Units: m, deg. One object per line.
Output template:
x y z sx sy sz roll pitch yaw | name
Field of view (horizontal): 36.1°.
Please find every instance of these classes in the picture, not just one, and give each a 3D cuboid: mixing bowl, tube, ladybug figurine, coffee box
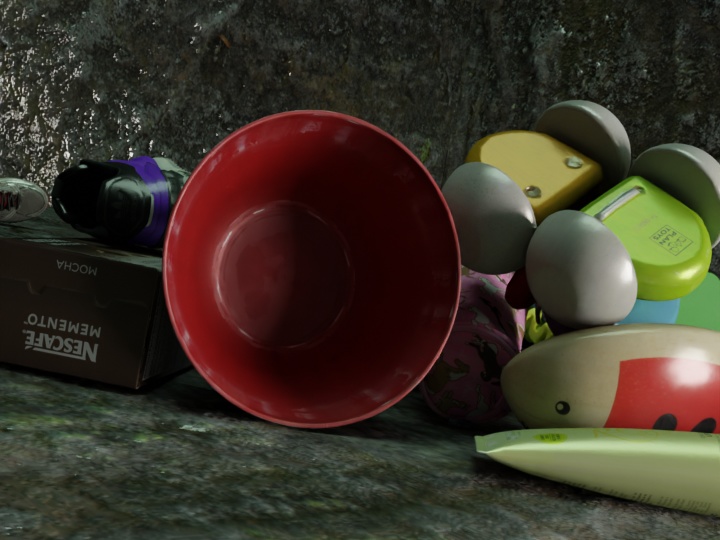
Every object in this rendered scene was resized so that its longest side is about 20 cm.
-0.041 0.001 0.752 0.196 0.204 0.108 9 -5 -16 | mixing bowl
0.166 0.116 0.667 0.196 0.059 0.052 6 47 6 | tube
0.189 0.088 0.754 0.196 0.073 0.136 3 -26 -23 | ladybug figurine
-0.176 0.025 0.797 0.111 0.081 0.200 11 3 6 | coffee box

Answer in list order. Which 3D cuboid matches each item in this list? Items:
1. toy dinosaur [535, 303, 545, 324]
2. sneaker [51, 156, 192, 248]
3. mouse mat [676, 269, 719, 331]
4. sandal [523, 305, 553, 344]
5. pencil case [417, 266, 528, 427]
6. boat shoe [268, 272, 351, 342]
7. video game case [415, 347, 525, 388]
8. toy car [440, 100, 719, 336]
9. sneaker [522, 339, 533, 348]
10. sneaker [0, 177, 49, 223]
0.193 0.049 0.914 0.133 0.204 0.086 0 -19 23 | toy dinosaur
-0.191 -0.058 0.854 0.098 0.071 0.199 7 3 -26 | sneaker
0.278 0.068 0.980 0.158 0.203 0.008 10 -41 -17 | mouse mat
0.208 0.055 1.003 0.200 0.087 0.080 43 -3 25 | sandal
0.093 0.050 0.879 0.081 0.088 0.200 -9 15 11 | pencil case
-0.054 0.013 0.841 0.200 0.071 0.064 47 20 6 | boat shoe
0.076 0.082 1.024 0.196 0.037 0.181 10 5 -13 | video game case
0.159 -0.017 0.806 0.174 0.152 0.199 -32 47 -32 | toy car
0.128 0.064 1.203 0.196 0.082 0.089 12 11 4 | sneaker
-0.619 -0.112 1.845 0.197 0.079 0.082 -2 13 -30 | sneaker
